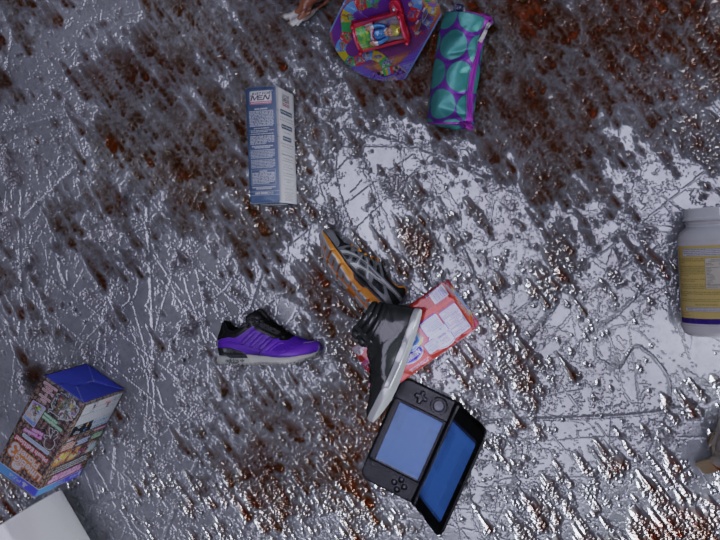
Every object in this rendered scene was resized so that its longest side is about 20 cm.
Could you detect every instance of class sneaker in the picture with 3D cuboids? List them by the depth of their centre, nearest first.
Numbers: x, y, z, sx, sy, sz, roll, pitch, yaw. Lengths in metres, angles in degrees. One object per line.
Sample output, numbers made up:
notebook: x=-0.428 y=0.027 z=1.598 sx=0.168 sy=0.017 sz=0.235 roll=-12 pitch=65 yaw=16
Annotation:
sneaker: x=0.024 y=0.143 z=1.464 sx=0.098 sy=0.071 sz=0.202 roll=20 pitch=90 yaw=12
sneaker: x=0.000 y=0.000 z=1.563 sx=0.077 sy=0.078 sz=0.200 roll=-36 pitch=79 yaw=-17
sneaker: x=-0.168 y=0.118 z=1.596 sx=0.198 sy=0.070 sz=0.101 roll=-2 pitch=89 yaw=11

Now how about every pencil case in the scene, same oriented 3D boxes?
pencil case: x=0.169 y=-0.341 z=1.502 sx=0.092 sy=0.085 sz=0.202 roll=14 pitch=97 yaw=44

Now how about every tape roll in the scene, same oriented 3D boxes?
tape roll: x=-0.609 y=0.519 z=1.633 sx=0.202 sy=0.203 sz=0.140 roll=-33 pitch=86 yaw=11

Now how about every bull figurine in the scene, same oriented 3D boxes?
bull figurine: x=-0.141 y=-0.526 z=1.571 sx=0.200 sy=0.065 sz=0.122 roll=39 pitch=103 yaw=10

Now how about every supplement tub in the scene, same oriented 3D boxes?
supplement tub: x=0.579 y=0.000 z=1.401 sx=0.144 sy=0.145 sz=0.202 roll=-3 pitch=92 yaw=11

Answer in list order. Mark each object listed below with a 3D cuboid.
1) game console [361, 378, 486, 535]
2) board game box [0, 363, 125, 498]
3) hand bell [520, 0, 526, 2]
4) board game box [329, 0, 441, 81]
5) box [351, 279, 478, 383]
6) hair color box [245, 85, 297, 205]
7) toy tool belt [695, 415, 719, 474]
game console: x=0.105 y=0.315 z=1.524 sx=0.175 sy=0.116 sz=0.201 roll=25 pitch=96 yaw=9
board game box: x=-0.552 y=0.291 z=1.634 sx=0.096 sy=0.159 sz=0.201 roll=31 pitch=97 yaw=10
hand bell: x=0.346 y=-0.517 z=1.473 sx=0.200 sy=0.104 sz=0.104 roll=-38 pitch=84 yaw=22
board game box: x=0.037 y=-0.409 z=1.497 sx=0.157 sy=0.039 sz=0.201 roll=27 pitch=126 yaw=-8
box: x=0.096 y=0.113 z=1.528 sx=0.199 sy=0.095 sz=0.100 roll=-37 pitch=84 yaw=11
hair color box: x=-0.157 y=-0.217 z=1.566 sx=0.060 sy=0.100 sz=0.202 roll=-1 pitch=91 yaw=13
toy tool belt: x=0.656 y=0.315 z=1.425 sx=0.199 sy=0.125 sz=0.124 roll=21 pitch=127 yaw=13
